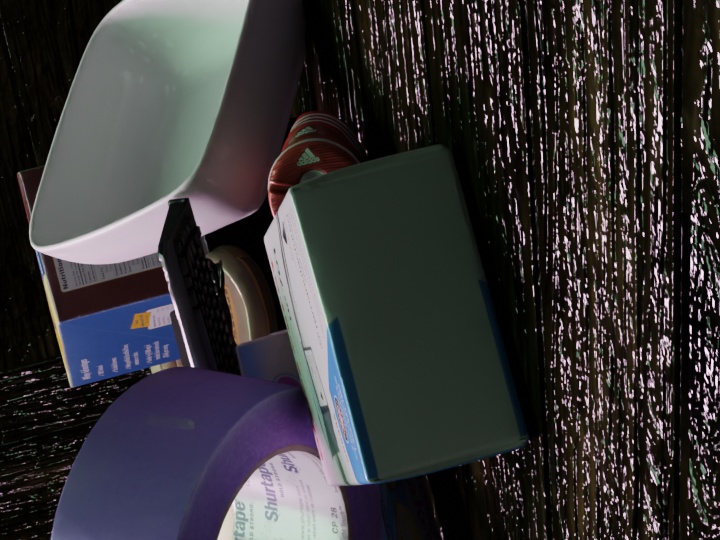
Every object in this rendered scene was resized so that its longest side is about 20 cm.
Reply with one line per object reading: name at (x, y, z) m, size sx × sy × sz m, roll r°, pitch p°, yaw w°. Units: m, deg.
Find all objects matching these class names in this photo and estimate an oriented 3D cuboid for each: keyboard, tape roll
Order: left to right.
tape roll at (-0.076, 0.157, 1.331) m, size 0.085 × 0.200 × 0.201 m, roll 9°, pitch 123°, yaw 32°
keyboard at (-0.082, 0.052, 1.449) m, size 0.127 × 0.021 × 0.201 m, roll -87°, pitch -15°, yaw -67°

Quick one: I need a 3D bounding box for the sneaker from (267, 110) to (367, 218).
sneaker at (0.000, 0.000, 1.398) m, size 0.116 × 0.078 × 0.201 m, roll -82°, pitch -16°, yaw -66°

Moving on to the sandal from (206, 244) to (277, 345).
sandal at (-0.078, 0.085, 1.557) m, size 0.080 × 0.054 × 0.201 m, roll -9°, pitch 96°, yaw 53°

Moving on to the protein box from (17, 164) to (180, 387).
protein box at (-0.168, -0.013, 2.029) m, size 0.199 × 0.199 × 0.135 m, roll 99°, pitch 155°, yaw -72°

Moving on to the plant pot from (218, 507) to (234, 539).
plant pot at (-0.050, 0.219, 1.735) m, size 0.200 × 0.199 × 0.184 m, roll -133°, pitch 40°, yaw -75°

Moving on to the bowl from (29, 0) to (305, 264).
bowl at (-0.112, -0.096, 1.536) m, size 0.199 × 0.075 × 0.201 m, roll -18°, pitch 51°, yaw 46°

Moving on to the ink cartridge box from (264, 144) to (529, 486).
ink cartridge box at (0.013, 0.030, 1.214) m, size 0.200 × 0.086 × 0.147 m, roll 138°, pitch 117°, yaw -80°

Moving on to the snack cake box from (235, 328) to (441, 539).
snack cake box at (-0.006, 0.132, 1.478) m, size 0.115 × 0.067 × 0.201 m, roll 0°, pitch -106°, yaw -72°

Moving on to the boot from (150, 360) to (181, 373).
boot at (-0.315, 0.118, 3.872) m, size 0.200 × 0.072 × 0.156 m, roll 136°, pitch 120°, yaw -83°

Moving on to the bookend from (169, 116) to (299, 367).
bookend at (-0.078, 0.013, 1.707) m, size 0.200 × 0.092 × 0.200 m, roll 156°, pitch 100°, yaw -74°
